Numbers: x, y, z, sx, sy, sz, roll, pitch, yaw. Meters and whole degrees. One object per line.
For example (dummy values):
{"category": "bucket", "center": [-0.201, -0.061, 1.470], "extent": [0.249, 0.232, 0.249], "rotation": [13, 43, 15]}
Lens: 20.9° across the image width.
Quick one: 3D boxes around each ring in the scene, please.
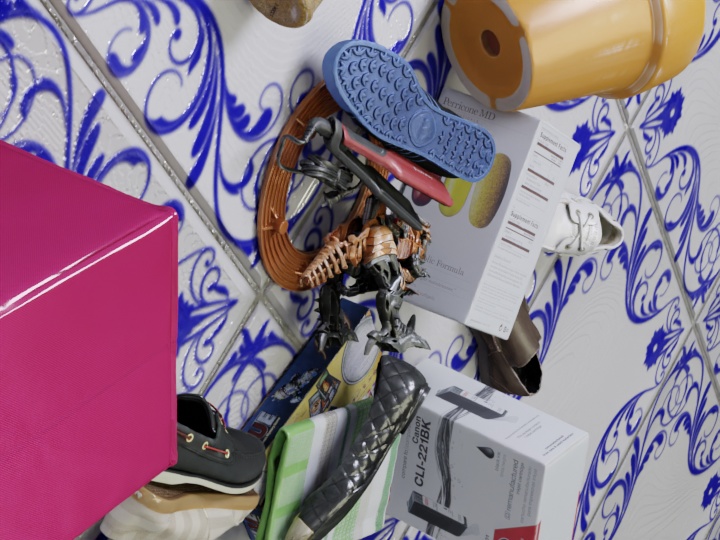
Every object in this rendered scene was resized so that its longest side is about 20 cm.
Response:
{"category": "ring", "center": [-0.023, -0.076, 1.687], "extent": [0.200, 0.019, 0.202], "rotation": [-40, 142, -42]}

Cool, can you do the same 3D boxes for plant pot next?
{"category": "plant pot", "center": [0.180, -0.235, 1.776], "extent": [0.182, 0.200, 0.202], "rotation": [-26, 133, -30]}

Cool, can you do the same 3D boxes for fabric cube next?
{"category": "fabric cube", "center": [-0.246, 0.053, 1.199], "extent": [0.199, 0.195, 0.202], "rotation": [-34, 137, -45]}

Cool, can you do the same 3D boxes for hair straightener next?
{"category": "hair straightener", "center": [-0.005, -0.073, 1.621], "extent": [0.077, 0.041, 0.199], "rotation": [-41, 146, 19]}

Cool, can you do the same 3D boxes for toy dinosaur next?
{"category": "toy dinosaur", "center": [0.000, 0.000, 1.696], "extent": [0.199, 0.102, 0.137], "rotation": [-5, 99, -40]}

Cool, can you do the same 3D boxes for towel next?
{"category": "towel", "center": [-0.030, 0.190, 1.781], "extent": [0.199, 0.031, 0.151], "rotation": [-11, 116, -56]}

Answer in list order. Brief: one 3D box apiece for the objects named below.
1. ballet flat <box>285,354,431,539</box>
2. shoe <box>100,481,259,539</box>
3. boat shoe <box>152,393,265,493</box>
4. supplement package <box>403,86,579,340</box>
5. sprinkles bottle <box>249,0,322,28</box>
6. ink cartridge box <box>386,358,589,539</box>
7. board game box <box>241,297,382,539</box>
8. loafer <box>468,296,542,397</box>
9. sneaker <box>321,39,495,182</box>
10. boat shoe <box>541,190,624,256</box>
{"category": "ballet flat", "center": [-0.009, 0.167, 1.740], "extent": [0.201, 0.057, 0.067], "rotation": [-55, 174, -15]}
{"category": "shoe", "center": [-0.149, 0.192, 1.599], "extent": [0.054, 0.070, 0.200], "rotation": [-60, 155, 8]}
{"category": "boat shoe", "center": [-0.133, 0.137, 1.582], "extent": [0.201, 0.073, 0.063], "rotation": [19, 101, -57]}
{"category": "supplement package", "center": [0.108, -0.053, 1.832], "extent": [0.109, 0.113, 0.202], "rotation": [20, 90, -63]}
{"category": "sprinkles bottle", "center": [-0.015, -0.279, 1.512], "extent": [0.201, 0.068, 0.068], "rotation": [-54, 149, -24]}
{"category": "ink cartridge box", "center": [0.114, 0.196, 1.924], "extent": [0.083, 0.199, 0.145], "rotation": [-27, 131, -46]}
{"category": "board game box", "center": [-0.046, 0.143, 1.779], "extent": [0.200, 0.034, 0.136], "rotation": [-52, 148, -28]}
{"category": "loafer", "center": [0.161, 0.060, 2.045], "extent": [0.073, 0.071, 0.201], "rotation": [-53, 148, -27]}
{"category": "sneaker", "center": [0.027, -0.135, 1.655], "extent": [0.200, 0.078, 0.071], "rotation": [35, 79, -38]}
{"category": "boat shoe", "center": [0.228, -0.049, 2.090], "extent": [0.199, 0.069, 0.071], "rotation": [-3, 114, -59]}
